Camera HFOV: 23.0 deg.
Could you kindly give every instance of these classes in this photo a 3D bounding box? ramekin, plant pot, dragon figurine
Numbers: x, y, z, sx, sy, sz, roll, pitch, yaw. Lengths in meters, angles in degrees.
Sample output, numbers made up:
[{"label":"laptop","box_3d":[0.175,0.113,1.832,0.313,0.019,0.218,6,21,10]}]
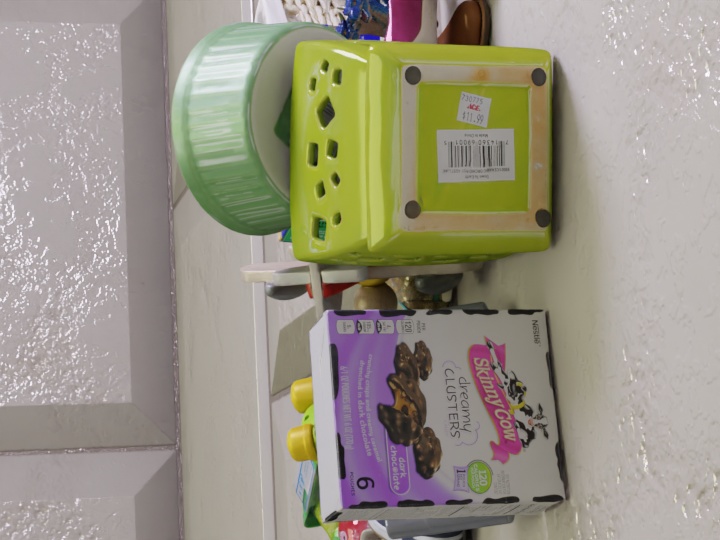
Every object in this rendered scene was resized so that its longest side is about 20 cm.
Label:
[{"label":"ramekin","box_3d":[-0.069,-0.135,1.641,0.097,0.199,0.202,-3,87,45]},{"label":"plant pot","box_3d":[0.061,-0.102,1.528,0.181,0.198,0.201,-174,84,-67]},{"label":"dragon figurine","box_3d":[0.027,-0.275,1.757,0.059,0.099,0.201,-45,22,40]}]

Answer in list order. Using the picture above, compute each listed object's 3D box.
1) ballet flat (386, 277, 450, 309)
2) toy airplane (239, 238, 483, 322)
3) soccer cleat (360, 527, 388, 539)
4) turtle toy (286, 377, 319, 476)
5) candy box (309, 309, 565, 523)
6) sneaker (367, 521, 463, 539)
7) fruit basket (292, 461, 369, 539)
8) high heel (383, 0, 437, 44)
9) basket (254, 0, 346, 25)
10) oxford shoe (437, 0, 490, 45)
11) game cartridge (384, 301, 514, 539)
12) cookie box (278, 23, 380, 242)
[{"label":"ballet flat","box_3d":[0.035,-0.014,1.850,0.200,0.070,0.071,38,128,55]},{"label":"toy airplane","box_3d":[0.000,0.000,1.718,0.200,0.198,0.142,43,155,56]},{"label":"soccer cleat","box_3d":[0.053,0.324,1.805,0.200,0.077,0.070,-119,32,-62]},{"label":"turtle toy","box_3d":[0.001,0.159,1.925,0.201,0.144,0.102,-88,-16,-53]},{"label":"candy box","box_3d":[0.064,0.121,1.500,0.072,0.198,0.170,131,137,-67]},{"label":"sneaker","box_3d":[0.058,0.233,1.797,0.200,0.069,0.110,-131,40,-62]},{"label":"fruit basket","box_3d":[-0.012,0.277,2.043,0.201,0.093,0.186,-109,23,-44]},{"label":"high heel","box_3d":[0.030,-0.232,1.662,0.202,0.095,0.067,-65,-29,-2]},{"label":"basket","box_3d":[-0.069,-0.227,2.180,0.201,0.122,0.136,102,160,-45]},{"label":"oxford shoe","box_3d":[0.064,-0.180,1.711,0.201,0.071,0.072,-61,29,31]},{"label":"game cartridge","box_3d":[0.078,0.132,1.590,0.041,0.132,0.202,49,-147,-71]},{"label":"cookie box","box_3d":[-0.035,-0.143,1.920,0.200,0.074,0.173,123,148,-64]}]
